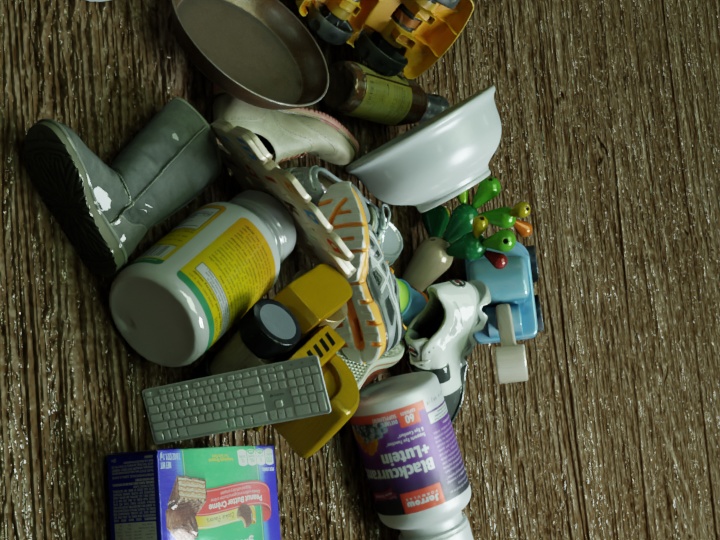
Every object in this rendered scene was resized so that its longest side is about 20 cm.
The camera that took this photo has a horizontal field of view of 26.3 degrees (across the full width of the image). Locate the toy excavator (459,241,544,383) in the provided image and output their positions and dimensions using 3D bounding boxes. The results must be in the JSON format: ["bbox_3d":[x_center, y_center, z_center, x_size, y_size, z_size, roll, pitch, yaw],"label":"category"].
[{"bbox_3d":[0.171,0.048,1.872,0.200,0.100,0.195,55,29,-77],"label":"toy excavator"}]

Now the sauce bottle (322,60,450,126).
[{"bbox_3d":[0.035,-0.206,1.868,0.200,0.066,0.066,10,73,-49],"label":"sauce bottle"}]

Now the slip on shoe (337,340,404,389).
[{"bbox_3d":[-0.009,0.105,1.744,0.074,0.061,0.200,41,29,5],"label":"slip on shoe"}]

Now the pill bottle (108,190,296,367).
[{"bbox_3d":[-0.151,0.000,1.546,0.200,0.113,0.113,-46,116,-47],"label":"pill bottle"}]

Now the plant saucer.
[{"bbox_3d":[-0.124,-0.241,1.649,0.200,0.034,0.201,28,36,-22],"label":"plant saucer"}]

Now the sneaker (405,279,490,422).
[{"bbox_3d":[0.082,0.102,1.816,0.088,0.074,0.200,4,106,-35],"label":"sneaker"}]

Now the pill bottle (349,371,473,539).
[{"bbox_3d":[0.061,0.225,1.753,0.111,0.111,0.200,-26,101,-51],"label":"pill bottle"}]

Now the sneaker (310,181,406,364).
[{"bbox_3d":[0.000,0.000,1.702,0.077,0.078,0.201,-14,95,-52],"label":"sneaker"}]

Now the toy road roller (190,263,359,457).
[{"bbox_3d":[-0.062,0.099,1.571,0.146,0.123,0.200,46,31,2],"label":"toy road roller"}]

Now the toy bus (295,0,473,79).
[{"bbox_3d":[0.009,-0.349,1.821,0.200,0.136,0.192,23,30,-38],"label":"toy bus"}]

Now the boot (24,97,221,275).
[{"bbox_3d":[-0.225,-0.114,1.516,0.200,0.072,0.182,-49,132,-38],"label":"boot"}]

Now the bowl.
[{"bbox_3d":[0.089,-0.129,1.796,0.201,0.201,0.091,-35,98,-49],"label":"bowl"}]

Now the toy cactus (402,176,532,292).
[{"bbox_3d":[0.116,-0.045,1.881,0.165,0.200,0.102,-51,137,3],"label":"toy cactus"}]

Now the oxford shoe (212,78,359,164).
[{"bbox_3d":[-0.086,-0.145,1.705,0.200,0.070,0.075,20,68,-36],"label":"oxford shoe"}]

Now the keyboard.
[{"bbox_3d":[-0.121,0.125,1.483,0.011,0.200,0.056,-6,84,-64],"label":"keyboard"}]

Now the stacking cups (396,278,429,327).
[{"bbox_3d":[0.046,0.044,1.832,0.200,0.060,0.061,33,56,-49],"label":"stacking cups"}]

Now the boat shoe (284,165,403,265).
[{"bbox_3d":[-0.013,-0.061,1.770,0.202,0.065,0.075,36,54,-40],"label":"boat shoe"}]

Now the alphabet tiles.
[{"bbox_3d":[-0.080,-0.075,1.602,0.015,0.196,0.200,-43,118,-12],"label":"alphabet tiles"}]

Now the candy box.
[{"bbox_3d":[-0.157,0.273,1.498,0.169,0.077,0.201,5,78,-51],"label":"candy box"}]
